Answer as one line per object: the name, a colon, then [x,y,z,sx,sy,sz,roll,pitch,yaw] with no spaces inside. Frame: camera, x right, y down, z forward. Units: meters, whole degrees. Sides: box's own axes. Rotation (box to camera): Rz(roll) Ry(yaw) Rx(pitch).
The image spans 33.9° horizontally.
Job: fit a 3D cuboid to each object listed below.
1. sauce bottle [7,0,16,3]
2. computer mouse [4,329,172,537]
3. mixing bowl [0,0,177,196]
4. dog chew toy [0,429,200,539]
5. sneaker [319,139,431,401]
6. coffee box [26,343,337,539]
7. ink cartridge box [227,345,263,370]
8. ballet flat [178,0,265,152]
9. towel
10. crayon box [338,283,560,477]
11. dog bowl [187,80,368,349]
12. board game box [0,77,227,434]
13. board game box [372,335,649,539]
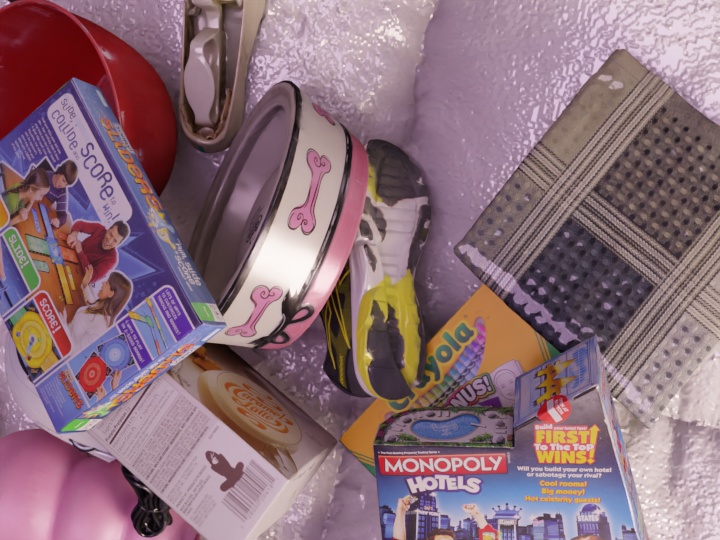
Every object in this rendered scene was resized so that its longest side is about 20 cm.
sauce bottle: [-0.330,-0.307,0.969,0.200,0.066,0.066,45,109,5]
computer mouse: [-0.222,0.123,0.927,0.200,0.110,0.044,43,65,14]
mixing bowl: [-0.217,-0.107,0.931,0.198,0.108,0.203,6,101,35]
dog chew toy: [-0.233,0.208,0.999,0.197,0.125,0.126,12,103,8]
sneaker: [0.000,0.000,0.895,0.084,0.074,0.203,-16,66,50]
coffee box: [-0.128,0.104,0.875,0.199,0.114,0.080,39,104,10]
ink cartridge box: [-0.165,0.086,0.980,0.200,0.067,0.117,41,108,9]
ballet flat: [-0.112,-0.191,0.918,0.069,0.069,0.203,8,101,16]
towel: [0.196,-0.026,0.838,0.192,0.035,0.200,41,89,9]
crayon box: [0.092,0.097,0.902,0.119,0.058,0.200,44,109,6]
dog bowl: [-0.063,-0.032,0.869,0.073,0.201,0.202,23,108,-20]
board game box: [-0.193,-0.010,0.811,0.135,0.034,0.201,-35,74,16]
board game box: [0.112,0.144,0.827,0.197,0.062,0.202,0,119,9]
